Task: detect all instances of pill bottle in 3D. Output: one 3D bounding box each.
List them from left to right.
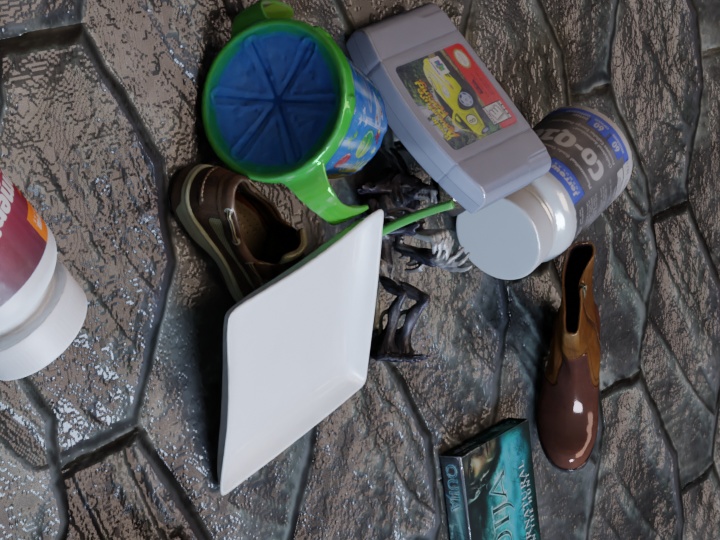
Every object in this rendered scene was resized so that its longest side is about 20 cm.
[{"bbox_3d":[-0.276,-0.022,1.293,0.200,0.109,0.110,55,49,-38],"label":"pill bottle"},{"bbox_3d":[0.184,-0.078,1.921,0.200,0.114,0.114,-42,123,-46],"label":"pill bottle"}]

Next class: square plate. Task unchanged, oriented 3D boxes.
[{"bbox_3d":[-0.056,0.064,1.601,0.198,0.028,0.200,-35,143,-40],"label":"square plate"}]

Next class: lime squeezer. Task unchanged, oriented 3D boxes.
[{"bbox_3d":[0.000,0.000,1.685,0.200,0.071,0.038,-55,158,18],"label":"lime squeezer"}]

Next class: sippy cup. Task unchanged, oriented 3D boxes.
[{"bbox_3d":[-0.045,-0.133,1.604,0.130,0.139,0.178,13,88,-64],"label":"sippy cup"}]

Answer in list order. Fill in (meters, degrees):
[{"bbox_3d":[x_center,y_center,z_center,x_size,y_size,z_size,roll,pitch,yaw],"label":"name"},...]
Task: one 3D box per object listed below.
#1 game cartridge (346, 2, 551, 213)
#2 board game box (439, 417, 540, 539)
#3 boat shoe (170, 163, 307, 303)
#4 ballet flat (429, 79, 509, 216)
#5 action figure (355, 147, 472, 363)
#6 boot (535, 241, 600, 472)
[{"bbox_3d":[0.079,-0.151,1.754,0.133,0.041,0.200,-29,80,-43],"label":"game cartridge"},{"bbox_3d":[0.137,0.264,1.929,0.135,0.028,0.201,-22,108,-53],"label":"board game box"},{"bbox_3d":[-0.077,-0.012,1.594,0.202,0.075,0.075,47,54,-43],"label":"boat shoe"},{"bbox_3d":[0.099,-0.129,1.823,0.046,0.067,0.200,44,38,-22],"label":"ballet flat"},{"bbox_3d":[0.047,-0.016,1.744,0.119,0.102,0.201,10,82,-68],"label":"action figure"},{"bbox_3d":[0.221,0.092,1.934,0.200,0.068,0.189,82,21,-69],"label":"boot"}]
